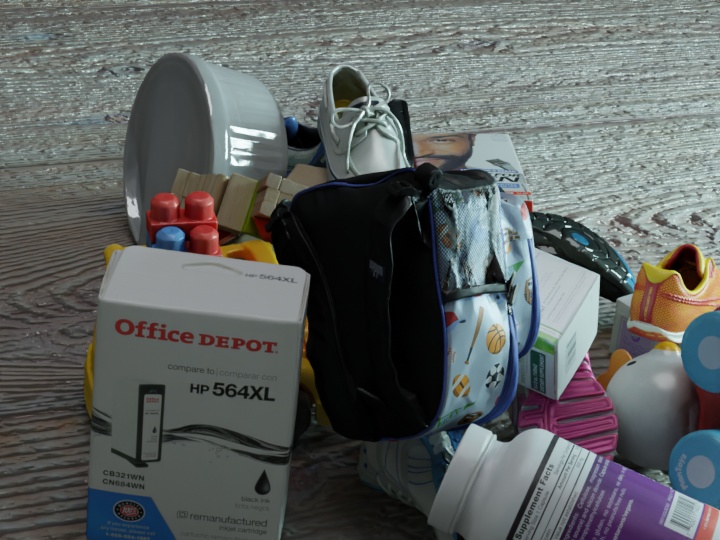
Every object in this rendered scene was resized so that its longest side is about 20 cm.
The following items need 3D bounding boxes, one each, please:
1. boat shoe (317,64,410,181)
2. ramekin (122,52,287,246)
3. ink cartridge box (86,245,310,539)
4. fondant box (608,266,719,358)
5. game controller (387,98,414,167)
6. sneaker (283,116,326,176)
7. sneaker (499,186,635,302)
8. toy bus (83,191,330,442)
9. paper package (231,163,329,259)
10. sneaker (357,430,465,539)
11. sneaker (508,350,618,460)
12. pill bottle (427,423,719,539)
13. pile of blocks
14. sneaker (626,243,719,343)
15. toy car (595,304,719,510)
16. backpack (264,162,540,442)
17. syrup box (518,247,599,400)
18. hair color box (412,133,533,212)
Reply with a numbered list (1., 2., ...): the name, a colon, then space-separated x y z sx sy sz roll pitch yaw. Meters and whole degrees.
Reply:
1. boat shoe: 0.005 -0.131 1.596 0.074 0.087 0.202 -3 35 -10
2. ramekin: -0.147 -0.105 1.673 0.094 0.204 0.202 3 24 -32
3. ink cartridge box: -0.118 0.096 1.251 0.145 0.201 0.084 6 26 0
4. fondant box: 0.349 0.058 1.604 0.199 0.059 0.144 -13 32 -37
5. game controller: 0.032 -0.101 1.796 0.042 0.105 0.200 5 26 -3
6. sneaker: -0.079 -0.113 1.751 0.199 0.085 0.077 -12 30 29
7. sneaker: 0.165 -0.015 1.652 0.199 0.082 0.073 27 20 3
8. toy bus: -0.116 0.032 1.396 0.199 0.193 0.136 0 25 -16
9. paper package: 0.000 0.000 1.565 0.199 0.104 0.191 12 33 14
10. sneaker: 0.044 0.157 1.335 0.075 0.086 0.201 42 20 -41
11. sneaker: 0.162 0.117 1.417 0.081 0.089 0.201 -2 49 1
12. pill bottle: 0.151 0.183 1.205 0.199 0.113 0.112 24 29 9
13. pile of blocks: -0.099 -0.042 1.483 0.082 0.063 0.199 24 -10 -36
14. sneaker: 0.295 0.015 1.515 0.073 0.078 0.200 18 14 25
15. toy car: 0.263 0.097 1.396 0.199 0.178 0.184 9 6 41
16. backpack: 0.038 0.027 1.263 0.153 0.192 0.200 1 -4 -33
17. syrup box: 0.086 0.017 1.395 0.199 0.079 0.082 23 57 21
18. hair color box: 0.109 -0.080 1.770 0.110 0.064 0.200 0 22 -3
